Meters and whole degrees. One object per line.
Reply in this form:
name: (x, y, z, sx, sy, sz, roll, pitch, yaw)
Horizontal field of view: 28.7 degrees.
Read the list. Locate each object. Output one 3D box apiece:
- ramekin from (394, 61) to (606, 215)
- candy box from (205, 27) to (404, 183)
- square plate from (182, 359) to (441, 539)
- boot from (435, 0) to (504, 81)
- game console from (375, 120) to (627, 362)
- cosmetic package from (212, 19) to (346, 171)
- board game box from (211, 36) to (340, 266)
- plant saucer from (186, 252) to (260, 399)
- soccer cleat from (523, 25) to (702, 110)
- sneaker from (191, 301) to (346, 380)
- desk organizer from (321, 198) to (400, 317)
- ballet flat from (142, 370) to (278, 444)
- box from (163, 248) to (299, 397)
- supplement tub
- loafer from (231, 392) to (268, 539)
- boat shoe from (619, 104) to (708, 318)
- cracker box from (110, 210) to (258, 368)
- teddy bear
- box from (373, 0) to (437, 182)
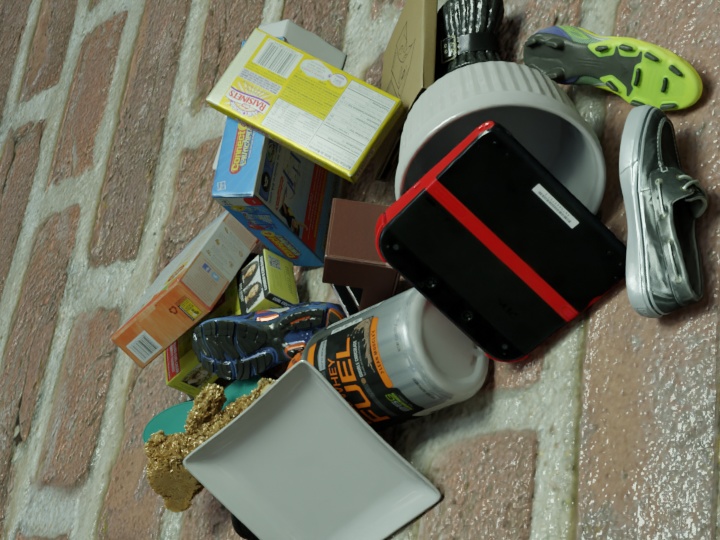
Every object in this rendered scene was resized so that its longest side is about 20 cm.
ramekin: (0.130, -0.106, 1.360, 0.200, 0.200, 0.105, -43, 30, 27)
candy box: (-0.061, -0.180, 1.522, 0.199, 0.026, 0.102, 30, 81, 22)
square plate: (-0.049, 0.206, 1.425, 0.200, 0.198, 0.028, -41, 8, 29)
boot: (0.140, -0.225, 1.507, 0.211, 0.079, 0.159, -2, 69, 51)
game console: (0.130, -0.020, 1.314, 0.177, 0.200, 0.031, -43, 14, 24)
cosmetic package: (-0.102, -0.202, 1.776, 0.071, 0.101, 0.201, 2, 71, 52)
board game box: (-0.088, -0.134, 1.635, 0.056, 0.196, 0.201, -1, 67, 24)
plant saucer: (-0.154, 0.076, 1.740, 0.200, 0.029, 0.201, -29, 49, 40)
soccer cleat: (0.251, -0.204, 1.371, 0.200, 0.084, 0.065, 20, 120, 39)
sneaker: (-0.099, 0.076, 1.598, 0.199, 0.078, 0.076, -6, 101, 19)
desk organizer: (0.000, 0.000, 1.462, 0.200, 0.077, 0.072, 100, 178, -67)
ballet flat: (-0.165, 0.178, 1.655, 0.199, 0.068, 0.068, -25, 55, 30)
box: (-0.157, 0.064, 1.683, 0.200, 0.050, 0.076, -41, 41, 29)
supplement tub: (0.023, 0.098, 1.428, 0.200, 0.122, 0.123, -26, 51, 41)
loafer: (-0.094, 0.211, 1.514, 0.071, 0.073, 0.201, -84, 4, -55)
boat shoe: (0.279, -0.056, 1.259, 0.071, 0.072, 0.201, -13, 70, 37)
cracker box: (-0.204, 0.016, 1.692, 0.134, 0.058, 0.200, -39, 13, 31)
teddy bear: (-0.147, 0.196, 1.588, 0.200, 0.145, 0.067, -45, 8, 20)
box: (0.053, -0.225, 1.590, 0.164, 0.021, 0.201, 117, 163, -52)
